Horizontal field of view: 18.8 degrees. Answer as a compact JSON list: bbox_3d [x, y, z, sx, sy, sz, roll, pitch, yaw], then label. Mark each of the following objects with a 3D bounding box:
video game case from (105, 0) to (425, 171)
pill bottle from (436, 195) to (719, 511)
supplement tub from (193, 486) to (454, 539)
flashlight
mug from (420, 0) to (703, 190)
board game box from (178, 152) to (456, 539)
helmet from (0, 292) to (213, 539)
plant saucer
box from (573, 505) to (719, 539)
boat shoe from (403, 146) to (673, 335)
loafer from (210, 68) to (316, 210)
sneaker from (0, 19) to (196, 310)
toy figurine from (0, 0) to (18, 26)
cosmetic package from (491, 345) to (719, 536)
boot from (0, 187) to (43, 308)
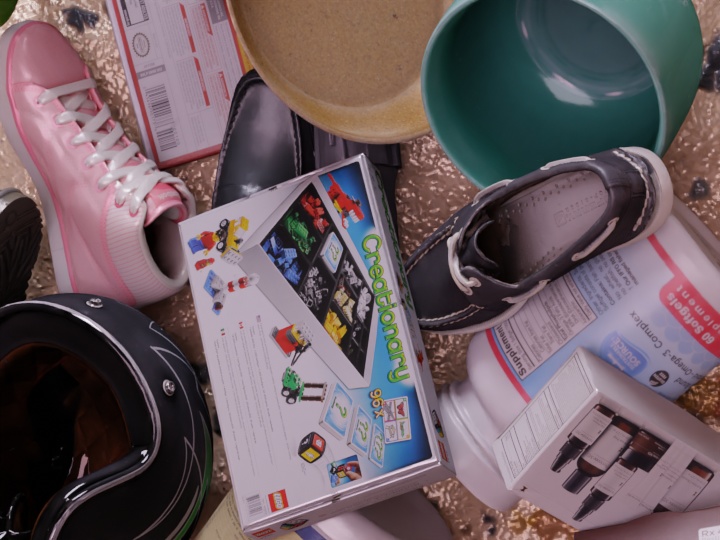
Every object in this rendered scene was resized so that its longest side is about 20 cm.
[{"bbox_3d":[-0.063,-0.159,1.395,0.198,0.017,0.144,-15,88,17],"label":"video game case"},{"bbox_3d":[0.135,0.051,1.301,0.200,0.109,0.109,-42,82,15],"label":"pill bottle"},{"bbox_3d":[-0.049,0.211,1.346,0.144,0.144,0.201,39,103,11],"label":"supplement tub"},{"bbox_3d":[0.000,0.000,1.342,0.067,0.068,0.202,-4,87,-18],"label":"flashlight"},{"bbox_3d":[0.117,-0.116,1.288,0.152,0.115,0.185,40,133,-4],"label":"mug"},{"bbox_3d":[-0.028,0.044,1.275,0.125,0.035,0.202,-19,66,13],"label":"board game box"},{"bbox_3d":[-0.183,0.117,1.356,0.199,0.201,0.191,29,60,13],"label":"helmet"},{"bbox_3d":[-0.004,-0.174,1.316,0.035,0.199,0.202,-11,90,59],"label":"plant saucer"},{"bbox_3d":[0.197,0.231,1.257,0.099,0.075,0.201,-13,127,17],"label":"box"},{"bbox_3d":[0.086,-0.014,1.245,0.199,0.060,0.075,-23,80,38],"label":"boat shoe"},{"bbox_3d":[-0.062,-0.025,1.366,0.067,0.070,0.203,5,101,15],"label":"loafer"},{"bbox_3d":[-0.161,-0.070,1.386,0.104,0.075,0.202,-11,98,40],"label":"sneaker"},{"bbox_3d":[-0.142,-0.239,1.330,0.182,0.151,0.201,4,136,7],"label":"toy figurine"},{"bbox_3d":[0.179,0.130,1.263,0.199,0.051,0.083,30,113,-25],"label":"cosmetic package"},{"bbox_3d":[-0.308,-0.034,1.421,0.200,0.072,0.183,38,138,14],"label":"boot"}]
